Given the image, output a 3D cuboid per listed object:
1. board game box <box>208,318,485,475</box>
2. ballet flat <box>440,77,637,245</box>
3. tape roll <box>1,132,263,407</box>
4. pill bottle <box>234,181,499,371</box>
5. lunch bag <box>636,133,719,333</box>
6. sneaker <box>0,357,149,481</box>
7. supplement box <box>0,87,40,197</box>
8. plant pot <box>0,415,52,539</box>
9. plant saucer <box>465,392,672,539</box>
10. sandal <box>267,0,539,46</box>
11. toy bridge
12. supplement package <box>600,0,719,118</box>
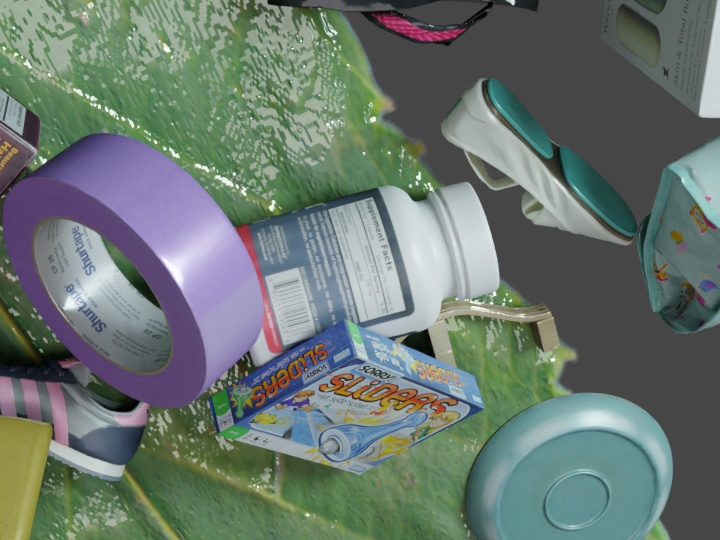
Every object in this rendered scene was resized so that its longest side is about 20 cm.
[{"bbox_3d":[-0.006,0.106,1.077,0.135,0.035,0.200,-31,149,23],"label":"board game box"},{"bbox_3d":[0.140,-0.077,1.081,0.200,0.069,0.069,38,103,-28],"label":"ballet flat"},{"bbox_3d":[-0.167,0.002,0.981,0.066,0.200,0.200,-42,124,-37],"label":"tape roll"},{"bbox_3d":[0.000,0.000,1.054,0.200,0.120,0.120,-15,116,-4],"label":"pill bottle"},{"bbox_3d":[0.319,-0.039,1.079,0.170,0.122,0.200,-31,156,-12],"label":"lunch bag"},{"bbox_3d":[-0.263,0.094,1.084,0.200,0.070,0.082,30,89,-25],"label":"sneaker"},{"bbox_3d":[-0.339,-0.116,0.951,0.200,0.086,0.110,39,102,-24],"label":"supplement box"},{"bbox_3d":[-0.350,0.236,1.012,0.195,0.200,0.194,9,141,-14],"label":"plant pot"},{"bbox_3d":[0.197,0.206,1.240,0.200,0.027,0.201,-5,115,-10],"label":"plant saucer"},{"bbox_3d":[0.031,-0.189,0.998,0.200,0.075,0.045,-2,99,-2],"label":"sandal"},{"bbox_3d":[0.067,0.064,1.148,0.200,0.027,0.067,-17,114,-3],"label":"toy bridge"},{"bbox_3d":[0.283,-0.210,0.967,0.150,0.200,0.152,-1,114,-10],"label":"supplement package"}]
